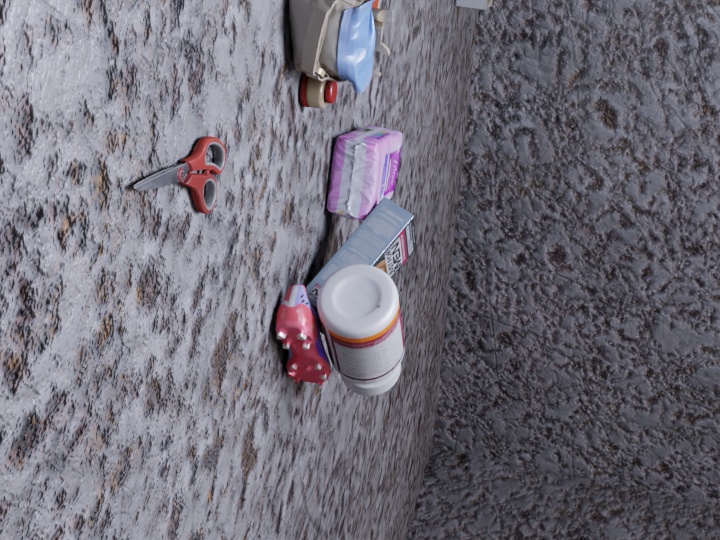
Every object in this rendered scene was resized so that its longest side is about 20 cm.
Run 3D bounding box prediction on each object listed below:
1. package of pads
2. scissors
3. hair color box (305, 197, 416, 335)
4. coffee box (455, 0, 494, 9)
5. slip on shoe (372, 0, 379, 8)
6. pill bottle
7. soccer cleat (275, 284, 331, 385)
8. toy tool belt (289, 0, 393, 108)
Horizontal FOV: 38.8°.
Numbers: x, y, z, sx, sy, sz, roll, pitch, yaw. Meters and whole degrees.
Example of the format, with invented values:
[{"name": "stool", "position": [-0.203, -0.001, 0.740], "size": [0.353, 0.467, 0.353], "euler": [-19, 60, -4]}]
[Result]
[{"name": "package of pads", "position": [0.008, -0.154, 1.576], "size": [0.200, 0.075, 0.122], "euler": [-44, 145, -72]}, {"name": "scissors", "position": [-0.160, -0.094, 0.917], "size": [0.200, 0.014, 0.074], "euler": [13, 89, -78]}, {"name": "hair color box", "position": [0.000, 0.000, 1.504], "size": [0.200, 0.060, 0.099], "euler": [-49, 158, -18]}, {"name": "coffee box", "position": [0.296, -0.726, 2.576], "size": [0.200, 0.079, 0.115], "euler": [-54, 152, -67]}, {"name": "slip on shoe", "position": [-0.008, -0.364, 1.328], "size": [0.201, 0.073, 0.062], "euler": [92, 16, -57]}, {"name": "pill bottle", "position": [0.005, 0.088, 1.406], "size": [0.201, 0.109, 0.110], "euler": [80, 23, -57]}, {"name": "soccer cleat", "position": [-0.075, 0.095, 1.401], "size": [0.200, 0.066, 0.077], "euler": [75, 22, -60]}, {"name": "toy tool belt", "position": [-0.016, -0.269, 1.220], "size": [0.201, 0.122, 0.125], "euler": [88, 16, -49]}]
